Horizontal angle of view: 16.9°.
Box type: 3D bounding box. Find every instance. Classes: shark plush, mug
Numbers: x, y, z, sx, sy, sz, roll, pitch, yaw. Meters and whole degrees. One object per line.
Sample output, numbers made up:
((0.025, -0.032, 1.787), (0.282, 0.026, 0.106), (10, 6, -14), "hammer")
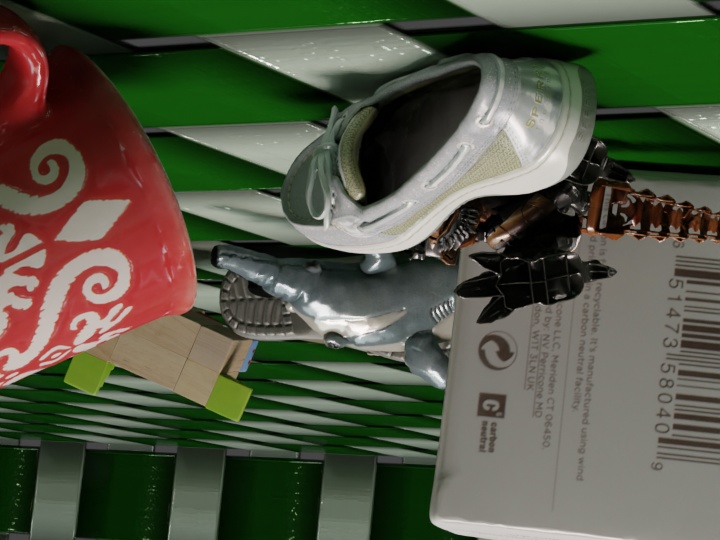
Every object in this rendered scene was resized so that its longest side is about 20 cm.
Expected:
((0.000, 0.000, 1.557), (0.199, 0.084, 0.091), (17, -147, -13), "shark plush")
((-0.199, -0.018, 1.076), (0.199, 0.178, 0.133), (-28, -162, -19), "mug")

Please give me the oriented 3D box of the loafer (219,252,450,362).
((0.005, 0.020, 1.676), (0.199, 0.076, 0.070), (8, -176, 17), "loafer")

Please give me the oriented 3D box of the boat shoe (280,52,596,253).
((0.021, -0.057, 1.094), (0.065, 0.075, 0.202), (17, 163, -32), "boat shoe")

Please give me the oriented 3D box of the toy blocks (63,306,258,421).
((-0.155, 0.043, 1.744), (0.199, 0.100, 0.137), (24, -178, 8), "toy blocks")

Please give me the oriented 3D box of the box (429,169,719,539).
((0.149, 0.055, 1.330), (0.199, 0.200, 0.171), (5, 172, 8), "box")

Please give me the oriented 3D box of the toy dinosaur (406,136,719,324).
((0.083, -0.040, 1.195), (0.199, 0.103, 0.136), (-13, -173, 1), "toy dinosaur")
